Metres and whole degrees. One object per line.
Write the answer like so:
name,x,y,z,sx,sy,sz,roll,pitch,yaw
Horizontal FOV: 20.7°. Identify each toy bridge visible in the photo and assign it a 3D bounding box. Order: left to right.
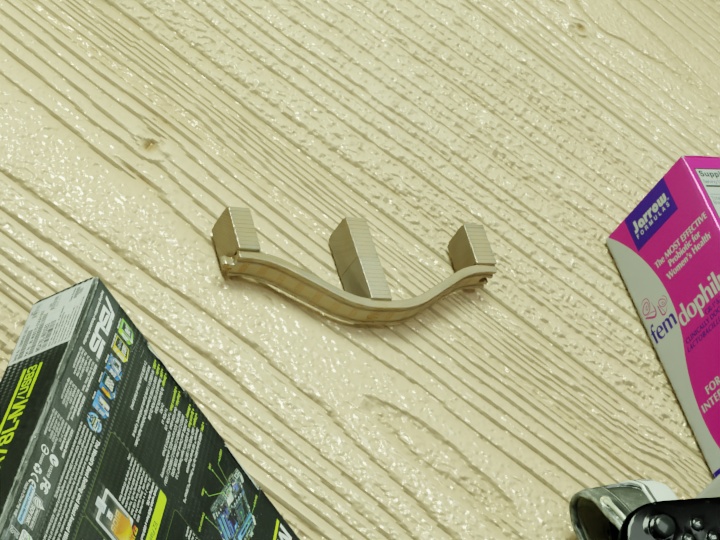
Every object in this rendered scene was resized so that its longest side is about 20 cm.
toy bridge,0.000,0.000,1.221,0.198,0.027,0.068,3,55,-33

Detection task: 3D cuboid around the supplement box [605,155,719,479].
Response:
supplement box,0.263,0.031,1.322,0.102,0.101,0.201,1,54,-33

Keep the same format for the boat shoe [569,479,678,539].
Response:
boat shoe,0.180,0.212,1.142,0.063,0.071,0.201,1,47,-34

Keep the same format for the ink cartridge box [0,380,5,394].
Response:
ink cartridge box,-0.227,0.152,0.871,0.143,0.085,0.202,4,57,-22

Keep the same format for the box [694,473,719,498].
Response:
box,0.346,0.170,1.189,0.170,0.199,0.201,2,53,-33

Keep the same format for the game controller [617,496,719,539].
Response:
game controller,0.204,0.221,1.076,0.103,0.042,0.202,-5,65,-10

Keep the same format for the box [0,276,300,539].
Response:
box,-0.105,0.134,0.914,0.194,0.047,0.201,57,24,-28
